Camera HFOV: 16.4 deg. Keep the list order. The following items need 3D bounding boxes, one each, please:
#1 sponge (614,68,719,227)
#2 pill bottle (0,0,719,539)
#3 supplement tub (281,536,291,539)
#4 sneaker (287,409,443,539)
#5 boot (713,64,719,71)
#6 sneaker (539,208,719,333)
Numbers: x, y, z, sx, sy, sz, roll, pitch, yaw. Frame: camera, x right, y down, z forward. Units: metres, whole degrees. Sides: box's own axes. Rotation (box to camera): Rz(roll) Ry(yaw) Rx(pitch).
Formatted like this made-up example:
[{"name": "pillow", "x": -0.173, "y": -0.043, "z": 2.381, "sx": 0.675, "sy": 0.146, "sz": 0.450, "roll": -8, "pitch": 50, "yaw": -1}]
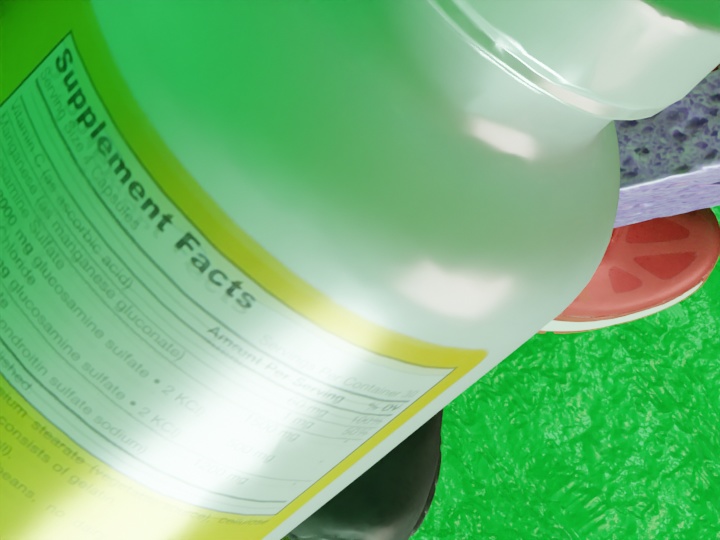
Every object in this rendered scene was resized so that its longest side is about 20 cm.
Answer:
[{"name": "sponge", "x": 0.111, "y": -0.039, "z": 0.700, "sx": 0.200, "sy": 0.030, "sz": 0.112, "roll": -13, "pitch": 175, "yaw": 24}, {"name": "pill bottle", "x": -0.025, "y": -0.014, "z": 0.454, "sx": 0.200, "sy": 0.112, "sz": 0.112, "roll": -41, "pitch": 177, "yaw": 31}, {"name": "supplement tub", "x": -0.057, "y": 0.118, "z": 0.927, "sx": 0.145, "sy": 0.145, "sz": 0.200, "roll": -42, "pitch": -153, "yaw": 35}, {"name": "sneaker", "x": 0.000, "y": 0.000, "z": 0.837, "sx": 0.091, "sy": 0.076, "sz": 0.200, "roll": 106, "pitch": -10, "yaw": -56}, {"name": "boot", "x": 0.108, "y": -0.096, "z": 0.991, "sx": 0.204, "sy": 0.073, "sz": 0.154, "roll": -51, "pitch": -177, "yaw": 41}, {"name": "sneaker", "x": 0.073, "y": -0.020, "z": 1.072, "sx": 0.200, "sy": 0.078, "sz": 0.116, "roll": -1, "pitch": 170, "yaw": -12}]
